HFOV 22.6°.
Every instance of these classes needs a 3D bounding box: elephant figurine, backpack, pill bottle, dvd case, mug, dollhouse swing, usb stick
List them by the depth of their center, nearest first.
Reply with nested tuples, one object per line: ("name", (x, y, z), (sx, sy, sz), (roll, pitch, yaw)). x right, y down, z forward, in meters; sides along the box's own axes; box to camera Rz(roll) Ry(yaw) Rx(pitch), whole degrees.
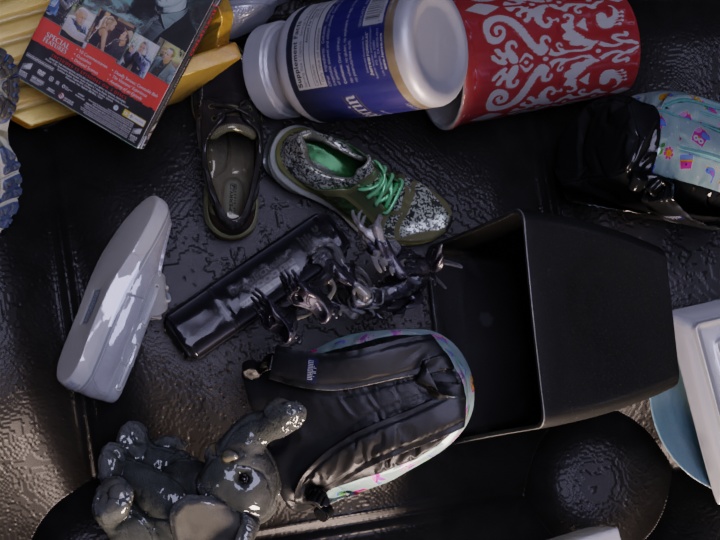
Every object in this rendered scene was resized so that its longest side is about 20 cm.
("elephant figurine", (-0.131, 0.205, 1.622), (0.199, 0.155, 0.142), (-1, 60, 21))
("dvd case", (-0.214, -0.233, 1.651), (0.146, 0.022, 0.200), (30, 98, 11))
("backpack", (0.006, 0.124, 1.687), (0.199, 0.127, 0.167), (-20, 93, 8))
("dollhouse swing", (-0.252, -0.250, 1.688), (0.175, 0.182, 0.201), (-17, 85, -36))
("pill bottle", (-0.008, -0.202, 1.709), (0.116, 0.199, 0.116), (9, 79, -54))
("usb stick", (-0.100, 0.015, 1.744), (0.200, 0.033, 0.056), (-35, 83, -16))
("backpack", (0.317, -0.110, 1.795), (0.199, 0.167, 0.127), (11, 90, -24))
("mug", (0.166, -0.240, 1.796), (0.199, 0.133, 0.178), (-8, 98, -18))

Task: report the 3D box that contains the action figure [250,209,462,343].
("action figure", (0.000, 0.000, 1.685), (0.200, 0.119, 0.102), (-17, 71, -39))

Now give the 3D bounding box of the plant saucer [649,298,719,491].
("plant saucer", (0.382, 0.130, 1.838), (0.200, 0.039, 0.202), (2, 80, -13))

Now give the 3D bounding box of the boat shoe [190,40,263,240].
("boat shoe", (-0.123, -0.132, 1.745), (0.073, 0.065, 0.201), (-5, 82, -14))

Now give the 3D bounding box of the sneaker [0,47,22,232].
("sneaker", (-0.367, -0.114, 1.684), (0.077, 0.085, 0.201), (0, 102, -45))

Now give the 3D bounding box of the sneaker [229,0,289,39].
("sneaker", (-0.090, -0.317, 1.777), (0.200, 0.075, 0.115), (-32, 82, -25))

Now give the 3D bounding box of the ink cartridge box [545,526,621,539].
("ink cartridge box", (0.167, 0.341, 1.727), (0.199, 0.083, 0.147), (-15, 84, -15))

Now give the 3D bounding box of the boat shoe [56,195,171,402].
("boat shoe", (-0.216, 0.029, 1.698), (0.068, 0.072, 0.201), (31, 67, -29))

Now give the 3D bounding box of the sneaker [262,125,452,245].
("sneaker", (0.004, -0.083, 1.753), (0.199, 0.089, 0.077), (23, 78, -13))

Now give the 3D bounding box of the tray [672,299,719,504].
("tray", (0.383, 0.126, 1.807), (0.107, 0.022, 0.201), (-12, 84, -16))

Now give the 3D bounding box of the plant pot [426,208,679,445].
("plant pot", (0.192, 0.057, 1.735), (0.177, 0.200, 0.200), (-1, 80, -26))
